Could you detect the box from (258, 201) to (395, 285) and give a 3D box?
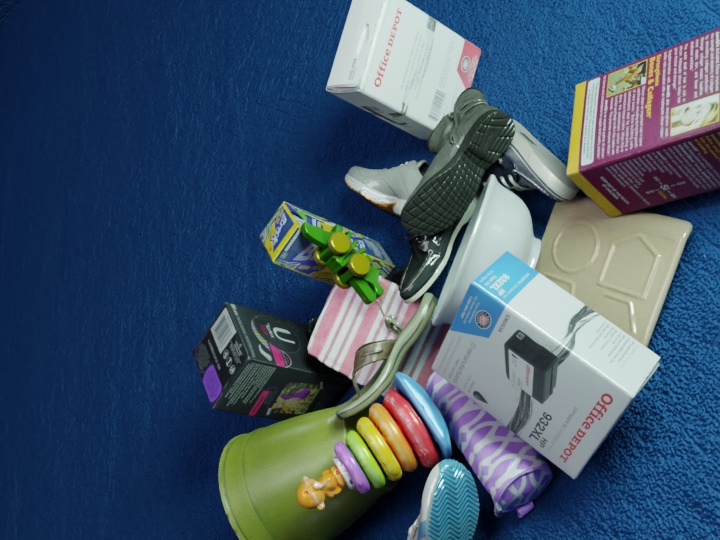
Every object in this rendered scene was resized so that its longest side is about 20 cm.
[{"bbox_3d":[-0.046,-0.027,1.236,0.070,0.199,0.064,-52,43,18],"label":"box"}]

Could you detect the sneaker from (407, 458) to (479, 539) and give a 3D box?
[{"bbox_3d":[0.091,0.315,1.014,0.081,0.076,0.203,29,121,57],"label":"sneaker"}]

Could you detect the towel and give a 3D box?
[{"bbox_3d":[0.034,0.092,1.176,0.199,0.030,0.148,27,94,19],"label":"towel"}]

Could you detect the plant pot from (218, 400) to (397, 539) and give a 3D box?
[{"bbox_3d":[-0.058,0.278,1.163,0.192,0.200,0.202,-32,53,22],"label":"plant pot"}]

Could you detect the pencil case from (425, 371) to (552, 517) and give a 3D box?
[{"bbox_3d":[0.153,0.199,1.029,0.083,0.086,0.201,-26,48,-6],"label":"pencil case"}]

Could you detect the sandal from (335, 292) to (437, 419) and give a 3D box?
[{"bbox_3d":[0.027,0.107,1.102,0.202,0.057,0.080,-55,1,-10],"label":"sandal"}]

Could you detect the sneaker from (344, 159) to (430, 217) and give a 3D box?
[{"bbox_3d":[0.061,-0.129,1.265,0.199,0.075,0.093,31,92,41],"label":"sneaker"}]

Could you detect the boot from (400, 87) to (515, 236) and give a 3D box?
[{"bbox_3d":[0.116,-0.144,1.124,0.200,0.067,0.131,-50,26,10],"label":"boot"}]

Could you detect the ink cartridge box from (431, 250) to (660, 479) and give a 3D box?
[{"bbox_3d":[0.194,0.101,0.914,0.199,0.084,0.146,36,133,19],"label":"ink cartridge box"}]

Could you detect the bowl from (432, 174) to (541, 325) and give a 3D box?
[{"bbox_3d":[0.165,-0.010,1.050,0.201,0.089,0.203,21,-90,-86],"label":"bowl"}]

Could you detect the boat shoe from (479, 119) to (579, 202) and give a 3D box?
[{"bbox_3d":[0.203,-0.123,1.099,0.093,0.074,0.201,-57,33,22],"label":"boat shoe"}]

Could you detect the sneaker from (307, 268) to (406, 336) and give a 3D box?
[{"bbox_3d":[0.000,0.063,1.239,0.200,0.086,0.081,-40,50,32],"label":"sneaker"}]

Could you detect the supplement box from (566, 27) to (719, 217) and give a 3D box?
[{"bbox_3d":[0.337,-0.157,0.918,0.199,0.103,0.132,-14,53,45],"label":"supplement box"}]

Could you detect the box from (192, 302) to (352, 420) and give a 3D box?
[{"bbox_3d":[-0.131,0.144,1.269,0.106,0.199,0.123,-52,45,21],"label":"box"}]

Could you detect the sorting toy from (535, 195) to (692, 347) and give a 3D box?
[{"bbox_3d":[0.276,0.019,0.993,0.184,0.036,0.202,22,89,49],"label":"sorting toy"}]

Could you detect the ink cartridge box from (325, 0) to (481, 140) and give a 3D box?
[{"bbox_3d":[0.063,-0.287,1.211,0.084,0.199,0.147,13,85,49],"label":"ink cartridge box"}]

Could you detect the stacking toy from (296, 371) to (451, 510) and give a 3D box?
[{"bbox_3d":[0.008,0.229,1.033,0.199,0.110,0.116,-33,68,-10],"label":"stacking toy"}]

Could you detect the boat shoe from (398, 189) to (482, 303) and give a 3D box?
[{"bbox_3d":[0.094,-0.053,1.146,0.201,0.066,0.074,-58,19,-11],"label":"boat shoe"}]

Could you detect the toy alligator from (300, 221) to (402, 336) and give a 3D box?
[{"bbox_3d":[0.000,0.000,1.155,0.054,0.200,0.059,-45,4,-34],"label":"toy alligator"}]
